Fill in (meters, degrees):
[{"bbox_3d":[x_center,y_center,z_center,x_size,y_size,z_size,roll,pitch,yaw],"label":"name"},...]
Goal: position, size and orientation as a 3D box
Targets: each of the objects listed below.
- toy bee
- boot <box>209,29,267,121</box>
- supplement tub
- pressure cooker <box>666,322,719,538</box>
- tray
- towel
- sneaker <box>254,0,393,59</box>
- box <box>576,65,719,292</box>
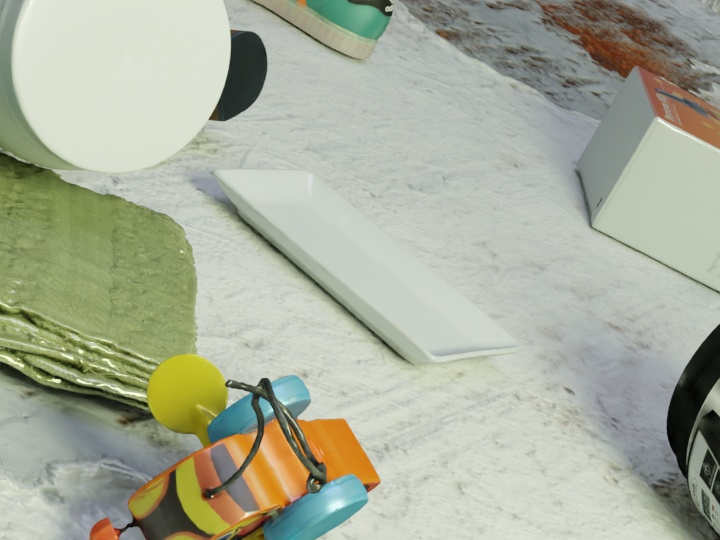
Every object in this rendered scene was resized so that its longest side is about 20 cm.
[{"bbox_3d":[-0.060,0.090,0.835,0.131,0.108,0.200,62,4,34],"label":"toy bee"},{"bbox_3d":[-0.154,-0.115,1.260,0.096,0.075,0.200,11,20,32],"label":"boot"},{"bbox_3d":[-0.170,-0.133,1.063,0.140,0.141,0.200,14,6,-36],"label":"supplement tub"},{"bbox_3d":[0.278,0.097,1.149,0.178,0.176,0.200,15,28,-43],"label":"pressure cooker"},{"bbox_3d":[0.000,0.000,1.224,0.200,0.022,0.107,40,22,27],"label":"tray"},{"bbox_3d":[-0.150,0.004,0.994,0.148,0.037,0.200,22,22,-18],"label":"towel"},{"bbox_3d":[-0.060,-0.262,1.675,0.199,0.080,0.071,30,20,2],"label":"sneaker"},{"bbox_3d":[0.296,-0.063,1.650,0.199,0.107,0.152,26,20,-10],"label":"box"}]
